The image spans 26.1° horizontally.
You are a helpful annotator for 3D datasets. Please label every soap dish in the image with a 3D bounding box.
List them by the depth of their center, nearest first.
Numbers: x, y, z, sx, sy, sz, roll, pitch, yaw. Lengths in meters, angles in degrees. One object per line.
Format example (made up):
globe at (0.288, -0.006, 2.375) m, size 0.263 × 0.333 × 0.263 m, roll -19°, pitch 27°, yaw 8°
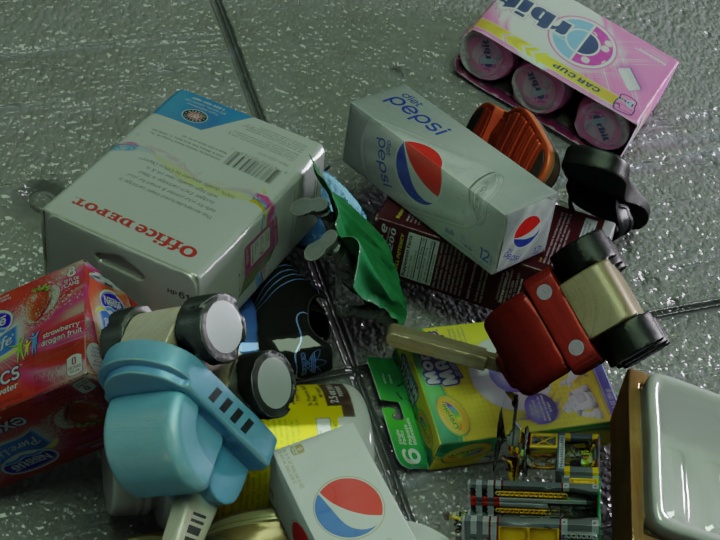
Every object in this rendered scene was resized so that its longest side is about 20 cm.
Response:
soap dish at (0.291, 0.184, 1.264) m, size 0.198 × 0.081 × 0.159 m, roll 21°, pitch 51°, yaw -19°

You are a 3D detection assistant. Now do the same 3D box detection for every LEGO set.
LEGO set at (0.122, 0.202, 1.169) m, size 0.114 × 0.155 × 0.201 m, roll 1°, pitch 31°, yaw 9°

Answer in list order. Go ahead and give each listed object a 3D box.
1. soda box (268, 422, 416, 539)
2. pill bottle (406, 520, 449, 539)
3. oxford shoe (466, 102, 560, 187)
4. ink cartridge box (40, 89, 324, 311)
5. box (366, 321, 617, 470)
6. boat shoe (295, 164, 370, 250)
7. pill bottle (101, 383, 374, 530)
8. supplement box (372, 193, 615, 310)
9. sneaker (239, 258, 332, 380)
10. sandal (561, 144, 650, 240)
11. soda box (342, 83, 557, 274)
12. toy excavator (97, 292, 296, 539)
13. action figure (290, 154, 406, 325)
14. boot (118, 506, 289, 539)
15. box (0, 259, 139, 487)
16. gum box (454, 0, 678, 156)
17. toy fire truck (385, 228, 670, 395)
soda box at (0.004, 0.206, 1.068) m, size 0.067 × 0.064 × 0.201 m, roll -17°, pitch 52°, yaw -19°
pill bottle at (0.007, 0.283, 1.119) m, size 0.110 × 0.111 × 0.201 m, roll 28°, pitch 52°, yaw 6°
oxford shoe at (0.154, -0.106, 1.418) m, size 0.072 × 0.072 × 0.200 m, roll 25°, pitch 12°, yaw -17°
ink cartridge box at (-0.139, -0.043, 1.237) m, size 0.143 × 0.085 × 0.200 m, roll 23°, pitch 42°, yaw 17°
box at (0.112, 0.101, 1.322) m, size 0.198 × 0.049 × 0.118 m, roll -7°, pitch 56°, yaw -18°
boat shoe at (-0.077, -0.072, 1.373) m, size 0.199 × 0.069 × 0.085 m, roll 31°, pitch 83°, yaw 13°
pill bottle at (-0.095, 0.144, 1.193) m, size 0.198 × 0.110 × 0.110 m, roll -1°, pitch 55°, yaw -16°
supplement box at (0.115, -0.022, 1.373) m, size 0.198 × 0.061 × 0.109 m, roll 19°, pitch 38°, yaw 9°
sneaker at (-0.066, 0.029, 1.280) m, size 0.077 × 0.071 × 0.201 m, roll -2°, pitch 33°, yaw -5°
sandal at (0.213, -0.062, 1.401) m, size 0.075 × 0.200 × 0.048 m, roll 15°, pitch 81°, yaw 21°
soda box at (0.073, -0.082, 1.337) m, size 0.068 × 0.064 × 0.200 m, roll -22°, pitch 47°, yaw -35°
toy excavator at (-0.117, 0.145, 1.055) m, size 0.099 × 0.195 × 0.201 m, roll -8°, pitch 47°, yaw 36°
action figure at (0.000, 0.000, 1.283) m, size 0.054 × 0.200 × 0.119 m, roll -21°, pitch 62°, yaw 11°
boot at (-0.095, 0.259, 1.121) m, size 0.198 × 0.073 × 0.157 m, roll -10°, pitch 57°, yaw -6°
box at (-0.255, 0.086, 1.140) m, size 0.198 × 0.095 × 0.101 m, roll -22°, pitch 54°, yaw 18°
gum box at (0.202, -0.207, 1.557) m, size 0.199 × 0.066 × 0.114 m, roll 32°, pitch 51°, yaw 9°
toy fire truck at (0.124, 0.050, 1.225) m, size 0.199 × 0.176 × 0.129 m, roll -31°, pitch 80°, yaw 10°
